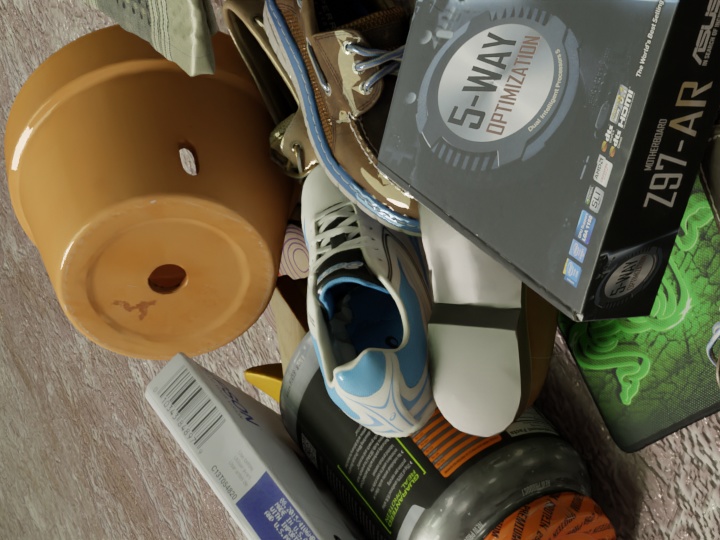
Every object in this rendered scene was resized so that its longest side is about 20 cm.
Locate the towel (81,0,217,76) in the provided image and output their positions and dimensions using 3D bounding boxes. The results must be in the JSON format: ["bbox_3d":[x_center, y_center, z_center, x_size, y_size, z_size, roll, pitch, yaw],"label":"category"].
[{"bbox_3d":[-0.132,-0.228,0.891,0.192,0.034,0.201,37,138,47],"label":"towel"}]

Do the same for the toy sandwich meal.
[{"bbox_3d":[-0.033,0.052,1.095,0.205,0.070,0.206,46,147,42],"label":"toy sandwich meal"}]

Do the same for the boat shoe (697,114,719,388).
[{"bbox_3d":[0.178,0.026,0.617,0.201,0.072,0.072,64,156,14],"label":"boat shoe"}]

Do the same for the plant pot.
[{"bbox_3d":[-0.127,-0.039,1.017,0.141,0.198,0.201,-105,13,-47],"label":"plant pot"}]

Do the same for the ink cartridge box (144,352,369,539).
[{"bbox_3d":[-0.020,0.154,0.968,0.200,0.041,0.200,46,-176,41],"label":"ink cartridge box"}]

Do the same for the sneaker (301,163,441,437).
[{"bbox_3d":[0.000,0.000,0.869,0.073,0.071,0.201,55,-166,-43],"label":"sneaker"}]

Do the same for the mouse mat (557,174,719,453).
[{"bbox_3d":[0.136,-0.003,0.769,0.162,0.007,0.200,65,157,10],"label":"mouse mat"}]

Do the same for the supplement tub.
[{"bbox_3d":[0.048,0.112,0.905,0.200,0.122,0.123,48,149,41],"label":"supplement tub"}]

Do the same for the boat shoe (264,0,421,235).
[{"bbox_3d":[0.002,-0.109,0.872,0.201,0.072,0.073,57,152,27],"label":"boat shoe"}]

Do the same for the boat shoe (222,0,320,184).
[{"bbox_3d":[-0.028,-0.082,0.984,0.201,0.064,0.071,67,156,5],"label":"boat shoe"}]

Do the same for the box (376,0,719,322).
[{"bbox_3d":[0.087,-0.103,0.673,0.160,0.043,0.201,42,125,46],"label":"box"}]

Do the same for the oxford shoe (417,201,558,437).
[{"bbox_3d":[0.073,-0.022,0.806,0.071,0.071,0.202,14,110,28],"label":"oxford shoe"}]
